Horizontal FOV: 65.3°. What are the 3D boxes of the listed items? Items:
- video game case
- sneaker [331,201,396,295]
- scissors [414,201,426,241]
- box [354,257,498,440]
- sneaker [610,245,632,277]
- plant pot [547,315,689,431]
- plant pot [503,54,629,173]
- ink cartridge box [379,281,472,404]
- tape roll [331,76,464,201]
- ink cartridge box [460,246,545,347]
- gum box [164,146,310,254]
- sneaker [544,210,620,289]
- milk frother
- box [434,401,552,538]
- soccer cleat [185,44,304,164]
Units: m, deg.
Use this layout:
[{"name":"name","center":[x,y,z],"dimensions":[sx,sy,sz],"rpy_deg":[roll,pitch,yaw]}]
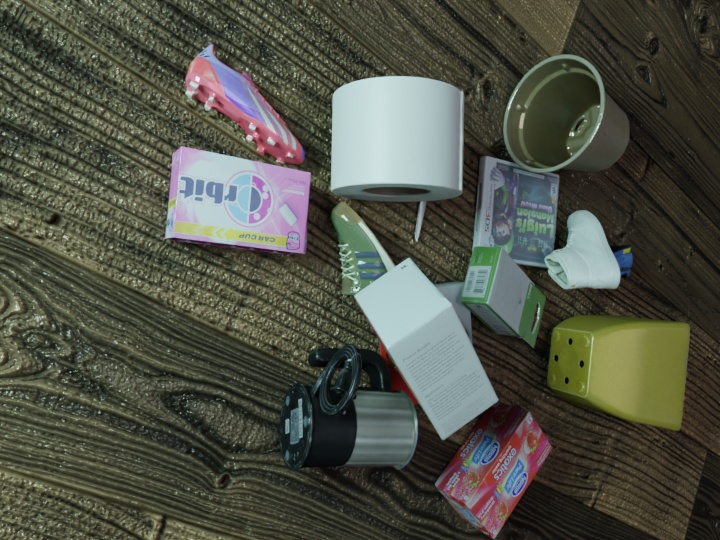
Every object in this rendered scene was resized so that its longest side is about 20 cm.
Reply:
[{"name":"video game case","center":[0.300,-0.106,1.069],"dimensions":[0.195,0.023,0.188],"rpy_deg":[6,88,-30]},{"name":"sneaker","center":[0.000,0.000,0.877],"dimensions":[0.089,0.067,0.202],"rpy_deg":[-40,105,-13]},{"name":"scissors","center":[0.119,-0.154,0.971],"dimensions":[0.071,0.014,0.207],"rpy_deg":[-4,91,-31]},{"name":"box","center":[0.095,0.113,0.828],"dimensions":[0.105,0.153,0.202],"rpy_deg":[-32,120,-2]},{"name":"sneaker","center":[0.491,0.001,1.156],"dimensions":[0.195,0.065,0.081],"rpy_deg":[-12,100,-29]},{"name":"plant pot","center":[0.478,0.182,1.088],"dimensions":[0.194,0.193,0.202],"rpy_deg":[9,87,-20]},{"name":"plant pot","center":[0.398,-0.265,1.042],"dimensions":[0.180,0.198,0.207],"rpy_deg":[7,87,-40]},{"name":"ink cartridge box","center":[0.115,0.131,0.959],"dimensions":[0.169,0.043,0.207],"rpy_deg":[-7,94,-30]},{"name":"tape roll","center":[0.054,-0.184,0.829],"dimensions":[0.197,0.201,0.144],"rpy_deg":[1,90,-29]},{"name":"ink cartridge box","center":[0.260,0.051,1.011],"dimensions":[0.199,0.058,0.106],"rpy_deg":[37,65,-41]},{"name":"gum box","center":[-0.163,-0.090,0.783],"dimensions":[0.195,0.066,0.117],"rpy_deg":[6,87,-29]},{"name":"sneaker","center":[0.405,-0.044,1.076],"dimensions":[0.112,0.203,0.075],"rpy_deg":[-4,131,0]},{"name":"milk frother","center":[0.004,0.202,0.810],"dimensions":[0.184,0.198,0.187],"rpy_deg":[9,83,-29]},{"name":"box","center":[0.239,0.348,1.002],"dimensions":[0.200,0.095,0.100],"rpy_deg":[-47,112,-20]},{"name":"soccer cleat","center":[-0.152,-0.228,0.791],"dimensions":[0.198,0.066,0.078],"rpy_deg":[34,71,-23]}]
